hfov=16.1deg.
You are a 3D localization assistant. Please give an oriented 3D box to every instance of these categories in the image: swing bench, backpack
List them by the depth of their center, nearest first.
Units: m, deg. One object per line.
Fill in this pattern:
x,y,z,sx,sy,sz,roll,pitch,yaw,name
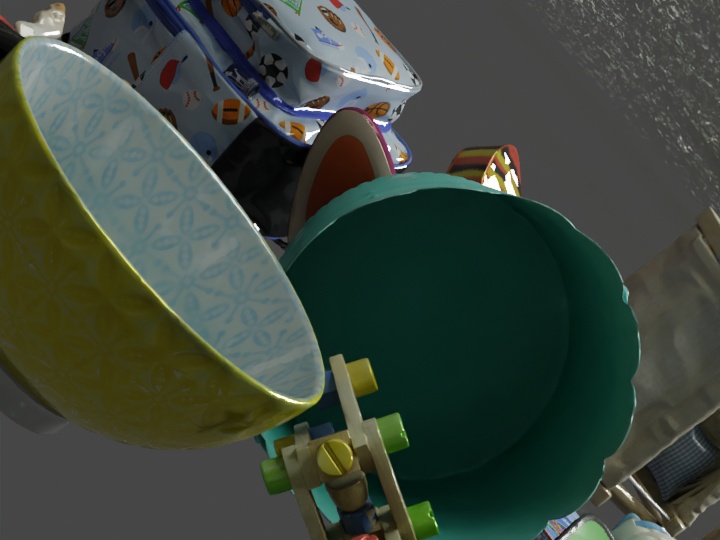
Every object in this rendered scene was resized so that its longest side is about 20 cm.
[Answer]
-0.074,-0.113,1.504,0.190,0.154,0.200,41,12,25,backpack
0.252,0.094,1.918,0.200,0.199,0.130,38,19,-44,swing bench

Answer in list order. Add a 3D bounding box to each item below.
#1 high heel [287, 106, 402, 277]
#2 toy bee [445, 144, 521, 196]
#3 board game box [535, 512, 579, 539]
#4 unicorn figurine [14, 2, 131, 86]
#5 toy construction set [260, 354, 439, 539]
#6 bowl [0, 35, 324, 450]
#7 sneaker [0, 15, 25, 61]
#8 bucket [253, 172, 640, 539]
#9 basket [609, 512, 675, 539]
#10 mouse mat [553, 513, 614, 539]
0.000,0.000,1.460,0.096,0.067,0.201,-45,140,-70,high heel
0.093,0.017,1.796,0.109,0.131,0.201,-27,90,-52,toy bee
0.154,0.206,1.688,0.200,0.019,0.103,52,12,3,board game box
-0.146,-0.063,1.315,0.199,0.074,0.138,29,31,-24,unicorn figurine
-0.004,0.136,1.193,0.200,0.092,0.132,-70,145,-66,toy construction set
-0.119,0.009,1.108,0.200,0.108,0.200,48,13,-15,bowl
-0.147,-0.048,1.211,0.201,0.071,0.098,48,-3,-9,sneaker
0.039,0.044,1.344,0.207,0.207,0.135,49,2,-9,bucket
0.174,0.241,1.397,0.176,0.139,0.200,45,7,-16,basket
0.135,0.231,1.258,0.201,0.008,0.161,57,35,0,mouse mat
